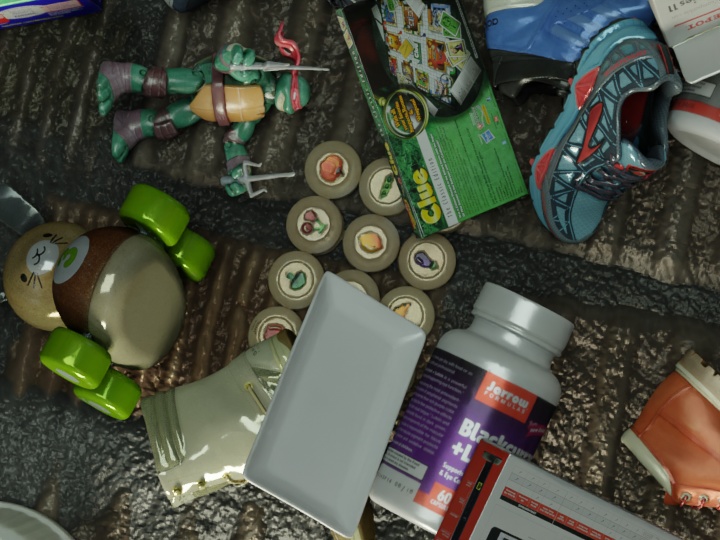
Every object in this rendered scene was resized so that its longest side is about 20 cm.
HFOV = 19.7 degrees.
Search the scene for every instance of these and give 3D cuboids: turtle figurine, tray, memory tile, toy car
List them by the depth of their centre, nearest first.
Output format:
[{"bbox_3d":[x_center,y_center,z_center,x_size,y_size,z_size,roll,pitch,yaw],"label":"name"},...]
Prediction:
[{"bbox_3d":[-0.022,0.109,1.684,0.107,0.022,0.201,31,59,-15],"label":"tray"},{"bbox_3d":[-0.251,0.001,1.732,0.199,0.158,0.165,22,75,20],"label":"toy car"},{"bbox_3d":[-0.116,-0.138,1.751,0.198,0.101,0.151,-2,124,8],"label":"turtle figurine"},{"bbox_3d":[0.000,0.000,1.760,0.152,0.017,0.202,18,86,8],"label":"memory tile"}]

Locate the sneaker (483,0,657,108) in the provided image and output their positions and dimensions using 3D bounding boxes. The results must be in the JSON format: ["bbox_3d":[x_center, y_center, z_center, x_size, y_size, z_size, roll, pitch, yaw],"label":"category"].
[{"bbox_3d":[0.203,-0.187,1.725,0.198,0.077,0.112,-4,81,8],"label":"sneaker"}]

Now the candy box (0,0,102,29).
[{"bbox_3d":[-0.323,-0.316,1.800,0.167,0.077,0.202,-9,82,6],"label":"candy box"}]

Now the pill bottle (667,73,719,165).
[{"bbox_3d":[0.340,-0.182,1.690,0.115,0.116,0.201,25,88,8],"label":"pill bottle"}]

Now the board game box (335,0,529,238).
[{"bbox_3d":[0.060,-0.139,1.725,0.104,0.023,0.202,-21,97,-17],"label":"board game box"}]

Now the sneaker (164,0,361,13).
[{"bbox_3d":[-0.057,-0.246,1.762,0.202,0.077,0.147,-35,79,1],"label":"sneaker"}]

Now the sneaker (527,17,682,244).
[{"bbox_3d":[0.199,-0.097,1.671,0.096,0.079,0.201,51,136,43],"label":"sneaker"}]

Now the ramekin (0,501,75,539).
[{"bbox_3d":[-0.319,0.293,1.728,0.200,0.094,0.205,-1,84,7],"label":"ramekin"}]

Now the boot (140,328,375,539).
[{"bbox_3d":[-0.084,0.169,1.726,0.154,0.072,0.202,-24,86,7],"label":"boot"}]

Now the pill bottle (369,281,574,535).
[{"bbox_3d":[0.096,0.117,1.689,0.111,0.111,0.201,25,88,8],"label":"pill bottle"}]

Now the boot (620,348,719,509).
[{"bbox_3d":[0.304,0.172,1.684,0.107,0.075,0.200,-45,73,4],"label":"boot"}]

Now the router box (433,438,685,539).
[{"bbox_3d":[0.142,0.255,1.647,0.199,0.049,0.181,28,87,-28],"label":"router box"}]

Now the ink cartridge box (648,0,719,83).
[{"bbox_3d":[0.273,-0.256,1.639,0.116,0.067,0.201,-22,52,9],"label":"ink cartridge box"}]
